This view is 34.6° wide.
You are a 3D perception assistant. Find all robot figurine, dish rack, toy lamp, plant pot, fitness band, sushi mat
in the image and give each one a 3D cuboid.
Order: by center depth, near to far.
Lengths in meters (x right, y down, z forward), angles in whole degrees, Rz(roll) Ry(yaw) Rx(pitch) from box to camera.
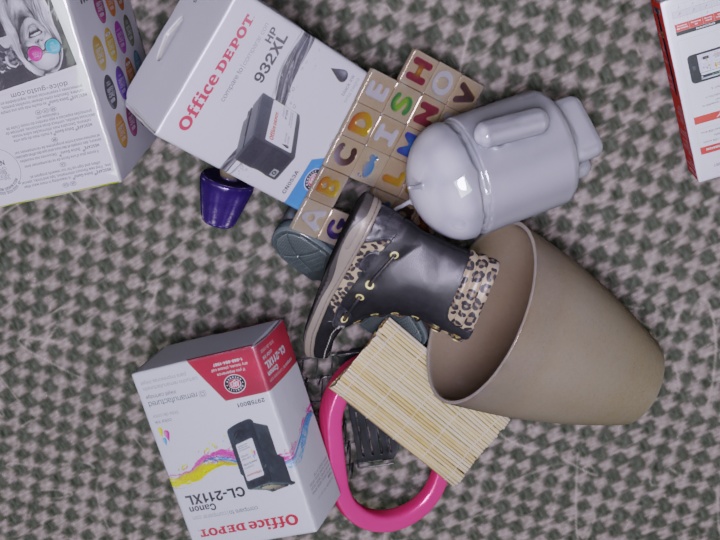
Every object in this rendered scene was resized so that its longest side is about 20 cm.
[{"bbox_3d":[0.127,-0.098,1.092,0.198,0.170,0.114,-20,67,-14],"label":"robot figurine"},{"bbox_3d":[-0.119,-0.140,1.137,0.057,0.058,0.203,14,111,-2],"label":"toy lamp"},{"bbox_3d":[0.196,0.077,1.150,0.198,0.188,0.189,24,110,-20],"label":"plant pot"},{"bbox_3d":[0.065,0.140,1.205,0.200,0.012,0.096,40,87,-26],"label":"sushi mat"},{"bbox_3d":[0.028,0.181,1.226,0.142,0.037,0.203,-13,108,-21],"label":"fitness band"},{"bbox_3d":[-0.056,0.164,1.247,0.197,0.055,0.156,-9,111,6],"label":"dish rack"}]

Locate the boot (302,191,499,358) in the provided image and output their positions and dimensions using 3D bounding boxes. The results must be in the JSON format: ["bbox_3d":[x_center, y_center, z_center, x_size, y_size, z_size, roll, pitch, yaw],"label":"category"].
[{"bbox_3d":[0.034,0.031,1.105,0.149,0.074,0.202,21,127,-3],"label":"boot"}]

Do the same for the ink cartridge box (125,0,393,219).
[{"bbox_3d":[-0.090,-0.158,1.055,0.199,0.084,0.146,26,101,-40],"label":"ink cartridge box"}]

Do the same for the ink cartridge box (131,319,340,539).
[{"bbox_3d":[-0.122,0.168,1.167,0.144,0.083,0.203,-14,102,20],"label":"ink cartridge box"}]

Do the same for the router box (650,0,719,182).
[{"bbox_3d":[0.391,-0.199,1.092,0.197,0.049,0.182,-15,109,8],"label":"router box"}]

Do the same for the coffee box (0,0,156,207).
[{"bbox_3d":[-0.314,-0.178,1.057,0.197,0.200,0.200,-11,110,7],"label":"coffee box"}]

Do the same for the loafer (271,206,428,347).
[{"bbox_3d":[0.000,0.000,1.180,0.199,0.063,0.072,40,137,-20],"label":"loafer"}]

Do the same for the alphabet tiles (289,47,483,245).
[{"bbox_3d":[0.039,-0.105,1.115,0.166,0.008,0.202,18,105,-41],"label":"alphabet tiles"}]
